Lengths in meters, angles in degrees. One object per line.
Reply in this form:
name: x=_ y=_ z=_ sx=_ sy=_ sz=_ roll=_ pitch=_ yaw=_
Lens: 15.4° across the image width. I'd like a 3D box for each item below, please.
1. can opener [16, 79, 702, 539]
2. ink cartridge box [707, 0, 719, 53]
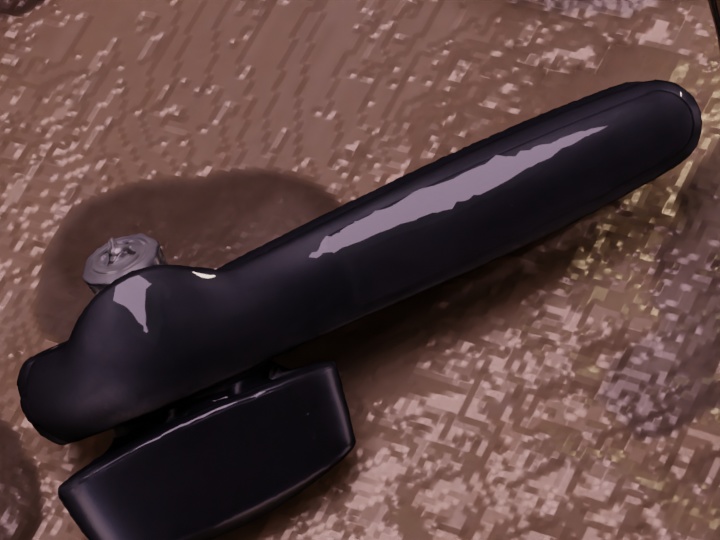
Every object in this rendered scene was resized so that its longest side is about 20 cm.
can opener: x=0.000 y=0.000 z=0.717 sx=0.200 sy=0.079 sz=0.063 roll=-30 pitch=15 yaw=-9
ink cartridge box: x=0.173 y=-0.077 z=0.569 sx=0.200 sy=0.165 sz=0.075 roll=-16 pitch=54 yaw=4
